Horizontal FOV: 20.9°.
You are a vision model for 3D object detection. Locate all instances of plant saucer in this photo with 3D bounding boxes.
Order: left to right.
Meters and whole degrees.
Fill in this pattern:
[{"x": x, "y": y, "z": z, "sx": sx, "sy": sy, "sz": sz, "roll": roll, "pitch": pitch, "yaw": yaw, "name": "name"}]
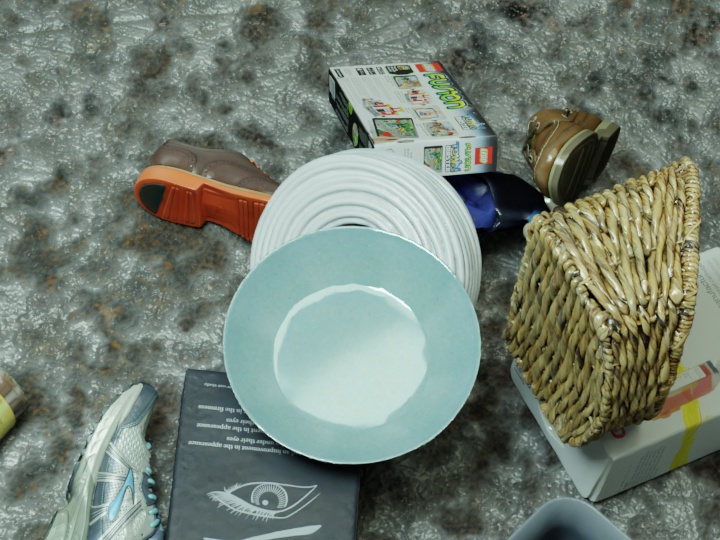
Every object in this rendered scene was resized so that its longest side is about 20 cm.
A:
[{"x": -0.007, "y": 0.062, "z": 1.518, "sx": 0.200, "sy": 0.039, "sz": 0.202, "roll": 1, "pitch": 64, "yaw": -2, "name": "plant saucer"}]

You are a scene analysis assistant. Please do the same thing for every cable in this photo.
[{"x": 0.000, "y": 0.000, "z": 1.604, "sx": 0.200, "sy": 0.200, "sz": 0.069, "roll": 40, "pitch": 17, "yaw": 16, "name": "cable"}]

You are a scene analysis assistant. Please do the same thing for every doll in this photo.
[{"x": 0.106, "y": -0.062, "z": 1.707, "sx": 0.199, "sy": 0.049, "sz": 0.136, "roll": -2, "pitch": 34, "yaw": -34, "name": "doll"}]

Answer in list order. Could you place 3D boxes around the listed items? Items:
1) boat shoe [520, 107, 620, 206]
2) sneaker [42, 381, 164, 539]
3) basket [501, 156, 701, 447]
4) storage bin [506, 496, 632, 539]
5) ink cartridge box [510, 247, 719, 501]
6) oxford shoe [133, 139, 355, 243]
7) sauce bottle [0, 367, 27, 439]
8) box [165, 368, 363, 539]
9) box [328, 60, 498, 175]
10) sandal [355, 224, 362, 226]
[{"x": 0.173, "y": -0.104, "z": 1.722, "sx": 0.068, "sy": 0.072, "sz": 0.200, "roll": 25, "pitch": 14, "yaw": 13, "name": "boat shoe"}, {"x": -0.191, "y": 0.185, "z": 1.536, "sx": 0.086, "sy": 0.078, "sz": 0.201, "roll": 23, "pitch": 65, "yaw": -5, "name": "sneaker"}, {"x": 0.213, "y": 0.034, "z": 1.503, "sx": 0.149, "sy": 0.200, "sz": 0.143, "roll": -21, "pitch": 62, "yaw": -17, "name": "basket"}, {"x": 0.171, "y": 0.299, "z": 1.468, "sx": 0.200, "sy": 0.135, "sz": 0.145, "roll": 40, "pitch": 61, "yaw": 18, "name": "storage bin"}, {"x": 0.249, "y": 0.087, "z": 1.645, "sx": 0.199, "sy": 0.084, "sz": 0.145, "roll": -21, "pitch": 62, "yaw": -19, "name": "ink cartridge box"}, {"x": -0.093, "y": -0.070, "z": 1.706, "sx": 0.199, "sy": 0.071, "sz": 0.073, "roll": 18, "pitch": 52, "yaw": 4, "name": "oxford shoe"}, {"x": -0.344, "y": 0.156, "z": 1.528, "sx": 0.065, "sy": 0.065, "sz": 0.200, "roll": 31, "pitch": 58, "yaw": 12, "name": "sauce bottle"}, {"x": -0.078, "y": 0.191, "z": 1.519, "sx": 0.147, "sy": 0.104, "sz": 0.201, "roll": 7, "pitch": 57, "yaw": -4, "name": "box"}, {"x": 0.043, "y": -0.135, "z": 1.726, "sx": 0.110, "sy": 0.035, "sz": 0.200, "roll": -4, "pitch": 25, "yaw": -11, "name": "box"}, {"x": 0.040, "y": -0.002, "z": 1.689, "sx": 0.081, "sy": 0.055, "sz": 0.201, "roll": -1, "pitch": 57, "yaw": -9, "name": "sandal"}]
